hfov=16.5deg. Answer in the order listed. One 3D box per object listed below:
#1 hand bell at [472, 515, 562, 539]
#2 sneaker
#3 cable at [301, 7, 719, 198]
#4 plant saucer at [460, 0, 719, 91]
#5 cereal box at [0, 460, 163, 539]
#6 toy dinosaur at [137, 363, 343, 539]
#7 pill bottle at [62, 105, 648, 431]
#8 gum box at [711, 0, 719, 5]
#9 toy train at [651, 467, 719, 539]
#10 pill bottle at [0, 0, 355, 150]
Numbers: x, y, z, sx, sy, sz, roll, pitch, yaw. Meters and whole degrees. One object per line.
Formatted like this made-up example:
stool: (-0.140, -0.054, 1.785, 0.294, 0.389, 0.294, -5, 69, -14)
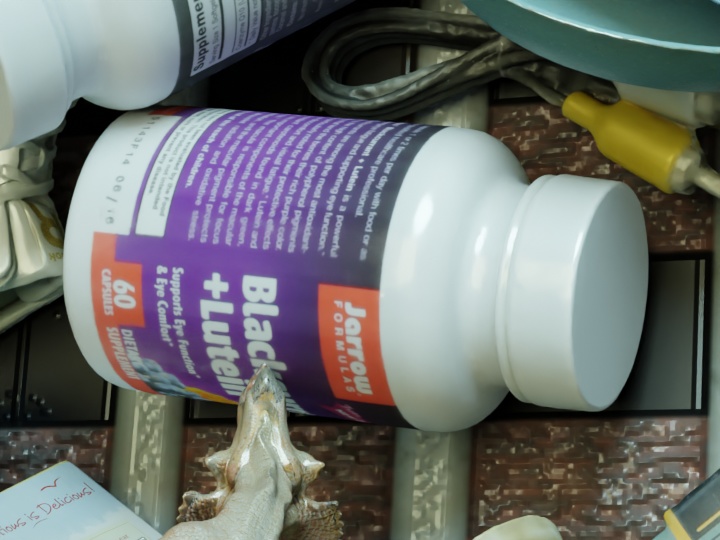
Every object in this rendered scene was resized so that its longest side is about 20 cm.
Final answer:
hand bell: (0.099, 0.183, 0.824, 0.200, 0.104, 0.104, 40, 94, 29)
sneaker: (-0.135, -0.050, 1.019, 0.200, 0.074, 0.116, -47, 64, 17)
cable: (0.069, -0.088, 0.945, 0.199, 0.050, 0.098, 14, 80, 25)
plant saucer: (0.105, -0.117, 0.890, 0.199, 0.200, 0.036, 31, 132, 27)
cereal box: (-0.094, 0.159, 0.905, 0.200, 0.144, 0.040, 34, 128, 28)
toy dinosaur: (-0.059, 0.132, 0.828, 0.086, 0.136, 0.200, 39, 80, -2)
pill bottle: (0.000, 0.000, 0.918, 0.199, 0.111, 0.112, 6, 78, 25)
gum box: (0.116, -0.168, 0.887, 0.199, 0.170, 0.045, 32, 129, 28)
toy train: (0.173, 0.139, 0.820, 0.114, 0.085, 0.200, -41, 61, 13)
pill bottle: (-0.072, -0.131, 0.937, 0.199, 0.116, 0.116, -29, 61, -24)
